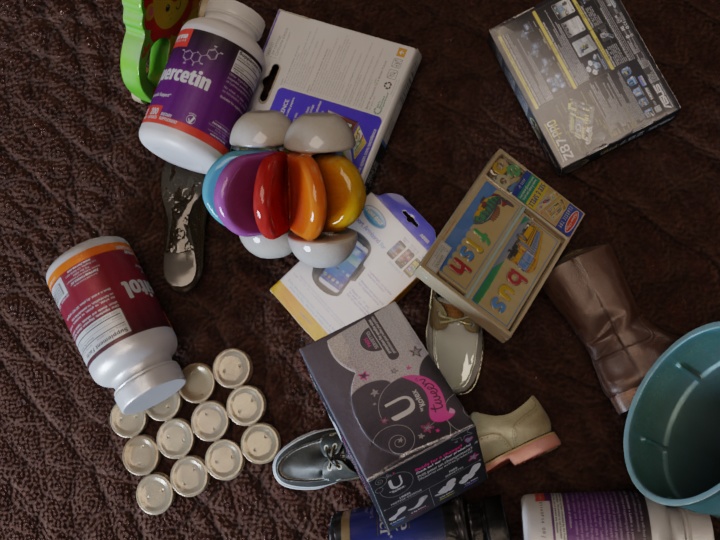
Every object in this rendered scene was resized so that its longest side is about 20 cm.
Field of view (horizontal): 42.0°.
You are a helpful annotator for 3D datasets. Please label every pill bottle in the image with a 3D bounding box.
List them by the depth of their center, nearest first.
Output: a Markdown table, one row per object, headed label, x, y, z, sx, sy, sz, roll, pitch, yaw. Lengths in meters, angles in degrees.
| label | x | y | z | sx | sy | sz | roll | pitch | yaw |
| --- | --- | --- | --- | --- | --- | --- | --- | --- | --- |
| pill bottle | 0.279 | 0.300 | 1.033 | 0.198 | 0.111 | 0.113 | -4 | 81 | 9 |
| pill bottle | 0.071 | 0.314 | 1.064 | 0.198 | 0.112 | 0.113 | -12 | 80 | 6 |
| pill bottle | -0.295 | 0.068 | 1.153 | 0.112 | 0.113 | 0.201 | -31 | 76 | 3 |
| pill bottle | -0.188 | -0.228 | 1.157 | 0.111 | 0.112 | 0.202 | 18 | 80 | 11 |

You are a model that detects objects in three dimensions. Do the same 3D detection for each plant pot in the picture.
| label | x | y | z | sx | sy | sz | roll | pitch | yaw |
| --- | --- | --- | --- | --- | --- | --- | --- | --- | --- |
| plant pot | 0.414 | 0.187 | 0.974 | 0.195 | 0.200 | 0.201 | 30 | 87 | -19 |

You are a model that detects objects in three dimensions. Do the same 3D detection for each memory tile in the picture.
| label | x | y | z | sx | sy | sz | roll | pitch | yaw |
| --- | --- | --- | --- | --- | --- | --- | --- | --- | --- |
| memory tile | -0.208 | 0.199 | 1.173 | 0.199 | 0.017 | 0.154 | -25 | 79 | 5 |

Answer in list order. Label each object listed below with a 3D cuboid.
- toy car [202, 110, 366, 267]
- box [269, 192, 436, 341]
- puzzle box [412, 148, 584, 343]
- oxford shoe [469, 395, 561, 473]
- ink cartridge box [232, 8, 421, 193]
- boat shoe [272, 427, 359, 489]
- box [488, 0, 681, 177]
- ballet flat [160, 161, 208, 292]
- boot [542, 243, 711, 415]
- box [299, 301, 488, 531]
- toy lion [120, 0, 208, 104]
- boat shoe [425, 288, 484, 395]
| label | x | y | z | sx | sy | sz | roll | pitch | yaw |
| --- | --- | --- | --- | --- | --- | --- | --- | --- | --- |
| toy car | -0.099 | -0.090 | 1.084 | 0.199 | 0.149 | 0.177 | 10 | 111 | 37 |
| box | 0.000 | 0.000 | 1.159 | 0.200 | 0.041 | 0.119 | -43 | 78 | -2 |
| puzzle box | 0.164 | -0.032 | 1.090 | 0.133 | 0.025 | 0.201 | 37 | 63 | -2 |
| oxford shoe | 0.129 | 0.209 | 1.097 | 0.198 | 0.071 | 0.074 | -20 | 74 | -5 |
| ink cartridge box | -0.049 | -0.213 | 1.192 | 0.198 | 0.043 | 0.200 | 21 | 85 | 17 |
| boat shoe | -0.013 | 0.216 | 1.119 | 0.198 | 0.057 | 0.069 | -14 | 80 | 6 |
| box | 0.270 | -0.240 | 1.147 | 0.160 | 0.049 | 0.201 | -27 | 79 | 2 |
| ballet flat | -0.221 | -0.070 | 1.205 | 0.067 | 0.046 | 0.202 | -1 | 77 | 5 |
| boot | 0.328 | 0.039 | 1.095 | 0.185 | 0.064 | 0.201 | -27 | 74 | 2 |
| box | 0.036 | 0.155 | 1.040 | 0.131 | 0.115 | 0.201 | -26 | 48 | -6 |
| toy lion | -0.246 | -0.317 | 1.165 | 0.068 | 0.192 | 0.202 | 20 | 86 | 11 |
| boat shoe | 0.112 | 0.046 | 1.119 | 0.074 | 0.068 | 0.202 | -1 | 82 | 9 |
